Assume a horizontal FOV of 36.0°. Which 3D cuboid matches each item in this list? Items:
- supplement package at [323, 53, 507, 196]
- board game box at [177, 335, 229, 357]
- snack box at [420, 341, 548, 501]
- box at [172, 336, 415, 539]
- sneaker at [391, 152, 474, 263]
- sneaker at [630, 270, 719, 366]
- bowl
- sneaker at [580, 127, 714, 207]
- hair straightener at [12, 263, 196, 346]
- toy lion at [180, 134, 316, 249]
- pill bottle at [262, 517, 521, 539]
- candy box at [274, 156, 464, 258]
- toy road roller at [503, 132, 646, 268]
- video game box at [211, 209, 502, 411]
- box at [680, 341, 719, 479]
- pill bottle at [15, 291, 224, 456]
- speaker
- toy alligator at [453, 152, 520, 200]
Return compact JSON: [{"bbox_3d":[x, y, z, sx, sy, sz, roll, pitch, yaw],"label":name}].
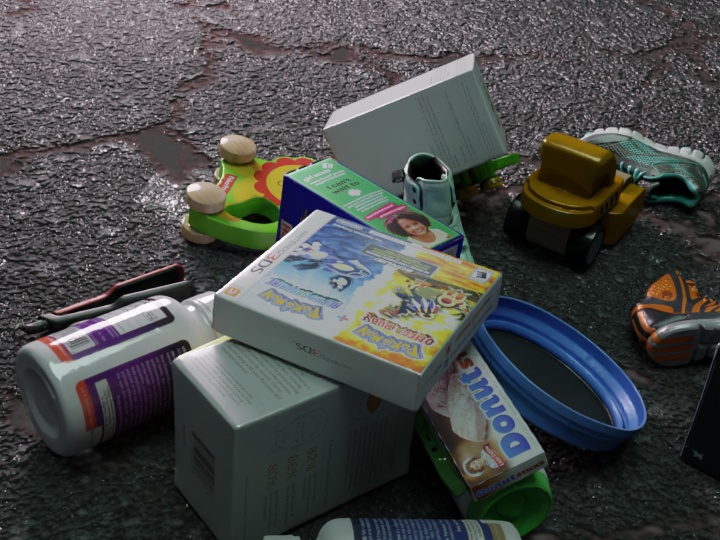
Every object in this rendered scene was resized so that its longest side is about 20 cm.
[{"bbox_3d":[0.070,-0.175,1.394,0.200,0.117,0.117,-20,18,13],"label":"supplement package"},{"bbox_3d":[-0.083,0.097,1.083,0.200,0.102,0.048,-23,45,-36],"label":"board game box"},{"bbox_3d":[0.093,0.118,1.008,0.072,0.024,0.200,-25,41,-5],"label":"snack box"},{"bbox_3d":[-0.056,0.133,0.993,0.200,0.152,0.106,-19,41,-33],"label":"box"},{"bbox_3d":[0.083,-0.036,1.213,0.074,0.118,0.200,-14,54,-5],"label":"sneaker"},{"bbox_3d":[0.403,0.044,1.260,0.200,0.078,0.112,-1,37,-11],"label":"sneaker"},{"bbox_3d":[0.193,0.103,1.111,0.201,0.039,0.201,27,23,-13],"label":"bowl"},{"bbox_3d":[0.386,-0.137,1.522,0.200,0.078,0.091,11,39,9],"label":"sneaker"},{"bbox_3d":[-0.266,0.047,1.176,0.200,0.041,0.077,-15,40,-28],"label":"hair straightener"},{"bbox_3d":[-0.104,-0.088,1.387,0.192,0.069,0.200,18,36,3],"label":"toy lion"},{"bbox_3d":[0.023,0.250,0.865,0.200,0.111,0.111,2,35,-6],"label":"pill bottle"},{"bbox_3d":[0.000,0.000,1.176,0.200,0.169,0.077,32,39,31],"label":"candy box"},{"bbox_3d":[0.279,-0.109,1.397,0.123,0.146,0.200,26,39,24],"label":"toy road roller"},{"bbox_3d":[0.000,0.027,0.984,0.200,0.047,0.182,19,37,20],"label":"video game box"},{"bbox_3d":[0.425,0.109,1.110,0.107,0.149,0.200,28,41,28],"label":"box"},{"bbox_3d":[-0.215,0.090,1.063,0.200,0.111,0.111,-22,44,-35],"label":"pill bottle"},{"bbox_3d":[0.104,0.157,1.045,0.088,0.088,0.200,-7,37,-18],"label":"speaker"},{"bbox_3d":[0.122,-0.120,1.476,0.200,0.059,0.054,-20,-2,-23],"label":"toy alligator"}]
